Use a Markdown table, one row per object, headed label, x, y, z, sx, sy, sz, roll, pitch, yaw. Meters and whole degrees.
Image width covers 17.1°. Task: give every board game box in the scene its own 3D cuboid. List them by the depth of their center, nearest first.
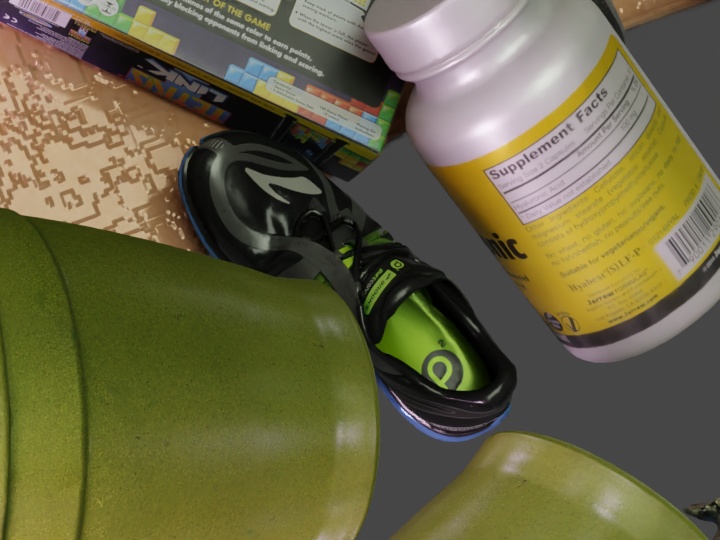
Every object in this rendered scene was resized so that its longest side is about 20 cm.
| label | x | y | z | sx | sy | sz | roll | pitch | yaw |
| --- | --- | --- | --- | --- | --- | --- | --- | --- | --- |
| board game box | -0.059 | -0.161 | 1.175 | 0.199 | 0.057 | 0.166 | 25 | 69 | -11 |

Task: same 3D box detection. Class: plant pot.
| label | x | y | z | sx | sy | sz | roll | pitch | yaw |
| --- | --- | --- | --- | --- | --- | --- | --- | --- | --- |
| plant pot | -0.102 | 0.070 | 1.039 | 0.192 | 0.200 | 0.202 | 1 | 77 | -28 |
| plant pot | 0.064 | 0.183 | 1.051 | 0.200 | 0.200 | 0.193 | 37 | 71 | -6 |

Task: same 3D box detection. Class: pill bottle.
| label | x | y | z | sx | sy | sz | roll | pitch | yaw |
| --- | --- | --- | --- | --- | --- | --- | --- | --- | --- |
| pill bottle | 0.091 | -0.063 | 1.141 | 0.111 | 0.111 | 0.200 | -46 | 113 | -21 |

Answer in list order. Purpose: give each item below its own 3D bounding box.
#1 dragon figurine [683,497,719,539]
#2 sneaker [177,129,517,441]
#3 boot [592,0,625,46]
| label | x | y | z | sx | sy | sz | roll | pitch | yaw |
| --- | --- | --- | --- | --- | --- | --- | --- | --- | --- |
| dragon figurine | 0.179 | 0.164 | 1.172 | 0.199 | 0.059 | 0.100 | -23 | 85 | -21 |
| sneaker | 0.000 | 0.001 | 1.141 | 0.199 | 0.083 | 0.071 | 42 | 68 | -4 |
| boot | 0.092 | -0.197 | 1.185 | 0.200 | 0.069 | 0.132 | 51 | 49 | -47 |
